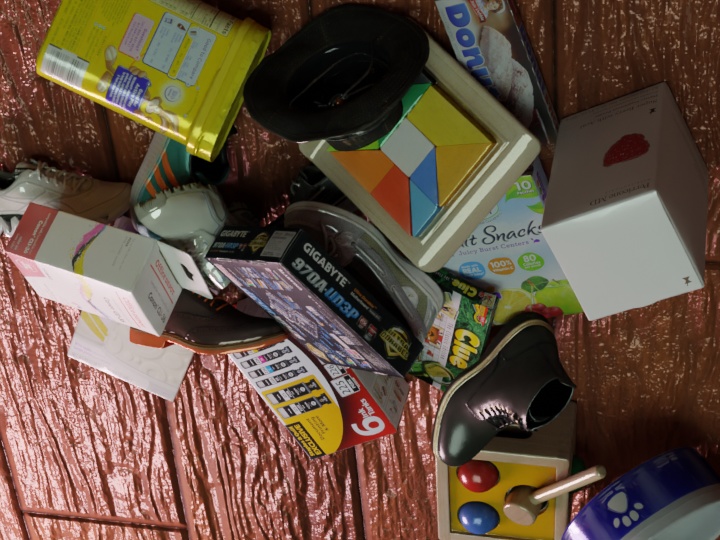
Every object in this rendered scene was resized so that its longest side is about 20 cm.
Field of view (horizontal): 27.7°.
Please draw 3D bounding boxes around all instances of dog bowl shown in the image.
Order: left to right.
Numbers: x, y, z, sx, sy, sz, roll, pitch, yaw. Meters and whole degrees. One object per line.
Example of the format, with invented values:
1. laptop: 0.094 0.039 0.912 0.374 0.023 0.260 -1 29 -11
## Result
1. dog bowl: 0.332 0.295 1.684 0.079 0.199 0.201 55 135 29

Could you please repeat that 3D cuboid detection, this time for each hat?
1. hat: -0.012 -0.172 1.438 0.199 0.202 0.081 -10 136 22

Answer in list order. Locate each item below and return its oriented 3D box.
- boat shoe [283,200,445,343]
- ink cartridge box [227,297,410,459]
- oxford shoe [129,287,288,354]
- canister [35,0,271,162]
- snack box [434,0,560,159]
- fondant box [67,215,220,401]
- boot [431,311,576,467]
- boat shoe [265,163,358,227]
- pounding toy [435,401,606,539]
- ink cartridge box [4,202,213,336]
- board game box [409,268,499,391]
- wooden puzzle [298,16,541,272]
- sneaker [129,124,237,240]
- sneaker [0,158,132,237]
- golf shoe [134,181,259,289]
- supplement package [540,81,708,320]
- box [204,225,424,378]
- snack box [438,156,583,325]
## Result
1. boat shoe: 0.000 0.001 1.540 0.202 0.065 0.074 39 145 -18
2. ink cartridge box: -0.069 0.119 1.731 0.175 0.084 0.200 -22 118 29
3. oxford shoe: -0.174 0.052 1.635 0.199 0.071 0.073 3 99 22
4. canister: -0.210 -0.220 1.484 0.199 0.087 0.149 26 91 -1
5. snack box: 0.143 -0.197 1.472 0.071 0.024 0.201 -10 123 25
6. fondant box: -0.255 0.047 1.744 0.143 0.058 0.201 24 127 -3
7. boot: 0.149 0.155 1.565 0.077 0.139 0.201 22 111 -19
8. boat shoe: -0.042 -0.086 1.588 0.199 0.072 0.071 -34 104 22
9. pounding toy: 0.190 0.243 1.715 0.198 0.143 0.185 5 128 12
10. ink cartridge box: -0.270 0.005 1.586 0.199 0.068 0.117 16 157 17
11. board game box: 0.092 0.070 1.640 0.104 0.024 0.201 24 146 12
12. wooden puzzle: 0.055 -0.125 1.481 0.200 0.037 0.185 43 112 8
13. sneaker: -0.192 -0.099 1.593 0.080 0.071 0.201 40 130 19
14. sneaker: -0.350 -0.086 1.665 0.198 0.075 0.082 -3 117 17
15. golf shoe: -0.162 -0.032 1.574 0.078 0.098 0.200 -28 157 23
16. supplement package: 0.261 -0.070 1.424 0.121 0.201 0.120 -18 120 26
17. box: -0.049 0.032 1.529 0.200 0.046 0.159 43 159 -28
18. snack box: 0.147 -0.030 1.566 0.141 0.053 0.201 -10 130 21
